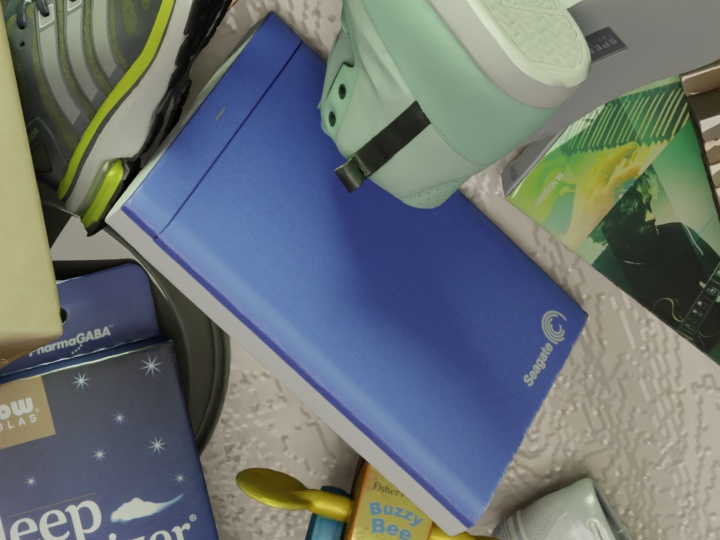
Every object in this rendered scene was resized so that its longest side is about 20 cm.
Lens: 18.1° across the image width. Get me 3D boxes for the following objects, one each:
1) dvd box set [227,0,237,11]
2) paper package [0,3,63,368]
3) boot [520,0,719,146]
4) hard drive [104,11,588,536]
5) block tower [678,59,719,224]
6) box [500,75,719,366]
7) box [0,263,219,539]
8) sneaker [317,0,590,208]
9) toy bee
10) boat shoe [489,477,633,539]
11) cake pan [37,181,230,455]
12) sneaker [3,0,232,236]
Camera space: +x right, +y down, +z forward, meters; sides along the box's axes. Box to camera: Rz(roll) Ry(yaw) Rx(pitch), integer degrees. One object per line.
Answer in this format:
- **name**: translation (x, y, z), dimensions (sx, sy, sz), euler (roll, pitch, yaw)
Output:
- **dvd box set**: translation (-0.096, -0.210, 0.946), dimensions (0.200, 0.029, 0.146), euler (42, 106, -12)
- **paper package**: translation (-0.232, -0.047, 0.892), dimensions (0.190, 0.103, 0.201), euler (-3, 71, -33)
- **boot**: translation (0.093, -0.118, 0.953), dimensions (0.200, 0.096, 0.074), euler (-13, 129, 41)
- **hard drive**: translation (0.000, 0.000, 0.973), dimensions (0.200, 0.132, 0.025), euler (43, 141, -13)
- **block tower**: translation (0.188, 0.004, 0.965), dimensions (0.054, 0.058, 0.201), euler (-17, 108, 7)
- **box**: translation (0.183, -0.031, 1.000), dimensions (0.200, 0.036, 0.144), euler (37, 107, -10)
- **box**: translation (-0.126, 0.107, 0.984), dimensions (0.121, 0.032, 0.201), euler (-15, 97, -13)
- **sneaker**: translation (-0.006, -0.118, 0.911), dimensions (0.201, 0.074, 0.118), euler (56, 133, 13)
- **toy bee**: translation (0.015, 0.132, 0.992), dimensions (0.130, 0.109, 0.201), euler (-5, 86, -6)
- **boat shoe**: translation (0.143, 0.182, 1.066), dimensions (0.068, 0.072, 0.200), euler (-35, 96, 14)
- **cake pan**: translation (-0.160, 0.042, 1.036), dimensions (0.200, 0.037, 0.201), euler (1, 110, 1)
- **sneaker**: translation (-0.103, -0.105, 0.930), dimensions (0.081, 0.074, 0.200), euler (29, 123, 1)
